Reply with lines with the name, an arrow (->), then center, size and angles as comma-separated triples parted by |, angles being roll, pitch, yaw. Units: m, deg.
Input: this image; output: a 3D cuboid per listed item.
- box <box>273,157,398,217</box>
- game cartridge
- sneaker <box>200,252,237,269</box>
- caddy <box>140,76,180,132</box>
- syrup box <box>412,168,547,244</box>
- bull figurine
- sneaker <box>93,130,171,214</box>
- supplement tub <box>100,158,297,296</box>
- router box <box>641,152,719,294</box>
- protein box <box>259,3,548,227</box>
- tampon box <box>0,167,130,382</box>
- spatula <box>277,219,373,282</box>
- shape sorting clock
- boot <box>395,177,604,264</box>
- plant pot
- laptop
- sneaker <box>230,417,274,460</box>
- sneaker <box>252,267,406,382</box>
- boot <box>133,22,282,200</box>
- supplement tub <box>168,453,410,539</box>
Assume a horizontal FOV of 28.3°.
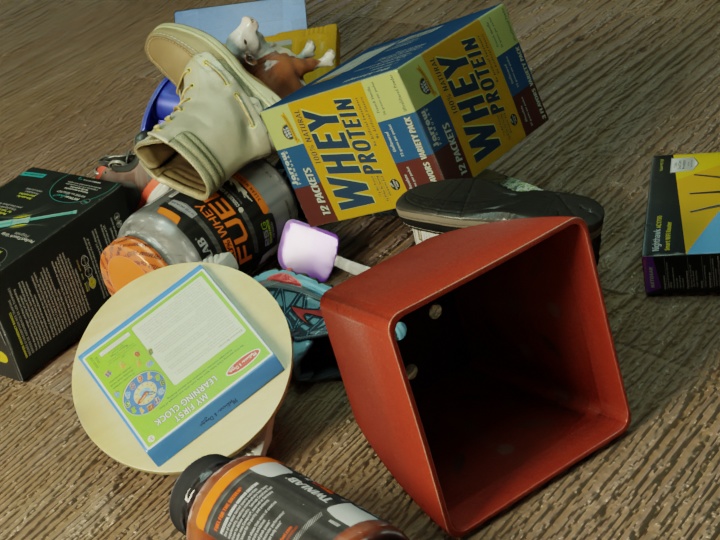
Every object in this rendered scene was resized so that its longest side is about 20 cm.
box -> -0.010, -0.131, 1.685 | 0.160, 0.044, 0.200 | -1, 32, 17
game cartridge -> -0.126, -0.242, 1.812 | 0.200, 0.032, 0.176 | -10, 41, 9
sneaker -> -0.177, 0.068, 1.359 | 0.200, 0.082, 0.074 | -47, 23, -28
caddy -> -0.181, -0.156, 1.653 | 0.105, 0.141, 0.200 | 15, 5, 23
syrup box -> 0.141, -0.041, 1.449 | 0.079, 0.081, 0.200 | -28, 32, -27
bull figurine -> -0.076, -0.196, 1.597 | 0.121, 0.200, 0.065 | -28, 12, -27
sneaker -> -0.261, -0.090, 1.582 | 0.200, 0.082, 0.077 | -41, 7, 39
supplement tub -> -0.169, -0.033, 1.499 | 0.122, 0.123, 0.200 | 14, 40, 36
router box -> 0.362, -0.051, 1.421 | 0.149, 0.051, 0.200 | -3, 32, 16
protein box -> 0.046, -0.159, 1.474 | 0.198, 0.135, 0.200 | -11, 19, 43
tampon box -> -0.351, 0.000, 1.500 | 0.150, 0.126, 0.200 | 13, 39, 35
spatula -> 0.000, 0.000, 1.468 | 0.200, 0.057, 0.021 | 20, 6, 31
shape sorting clock -> -0.156, 0.084, 1.252 | 0.200, 0.039, 0.200 | -7, 59, 11
boot -> 0.132, -0.003, 1.321 | 0.200, 0.151, 0.073 | 6, 36, 25
plant pot -> 0.078, 0.069, 1.197 | 0.200, 0.200, 0.176 | -28, 23, -26
laptop -> -0.166, -0.264, 1.888 | 0.187, 0.116, 0.200 | -6, 31, 11
sneaker -> -0.102, 0.113, 1.292 | 0.074, 0.082, 0.200 | -11, 54, 14
sneaker -> -0.053, 0.058, 1.353 | 0.200, 0.079, 0.096 | 9, 38, 30
boot -> -0.185, -0.168, 1.491 | 0.200, 0.072, 0.155 | 39, 52, 13
supplement tub -> -0.059, 0.206, 1.081 | 0.107, 0.107, 0.200 | -33, 37, -32
